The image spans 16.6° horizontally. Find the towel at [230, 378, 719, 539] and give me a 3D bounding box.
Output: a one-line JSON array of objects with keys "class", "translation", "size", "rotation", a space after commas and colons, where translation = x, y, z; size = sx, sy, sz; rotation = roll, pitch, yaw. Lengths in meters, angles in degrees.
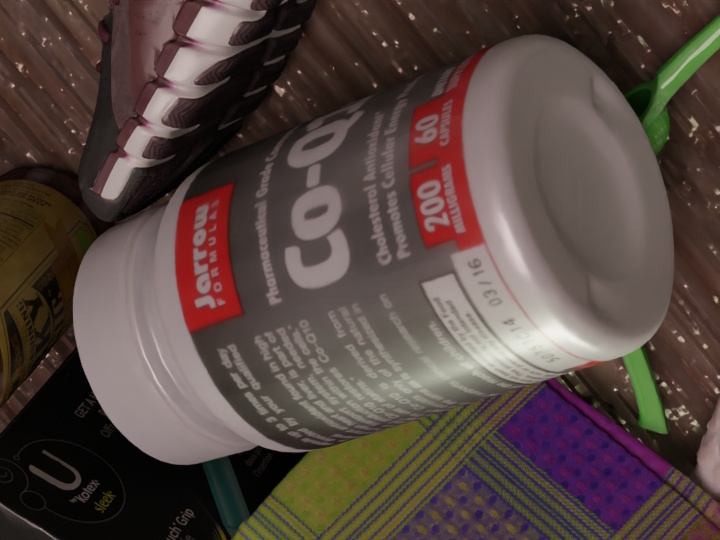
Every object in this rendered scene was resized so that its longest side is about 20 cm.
[{"class": "towel", "translation": [0.067, 0.120, 0.905], "size": [0.200, 0.144, 0.023], "rotation": [39, 156, 15]}]

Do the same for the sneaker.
[{"class": "sneaker", "translation": [-0.074, -0.122, 0.905], "size": [0.115, 0.076, 0.200], "rotation": [40, 117, 12]}]

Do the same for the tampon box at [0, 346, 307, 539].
[{"class": "tampon box", "translation": [-0.067, 0.143, 0.967], "size": [0.200, 0.150, 0.126], "rotation": [32, 119, 2]}]

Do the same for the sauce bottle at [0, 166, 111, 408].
[{"class": "sauce bottle", "translation": [-0.153, 0.026, 0.914], "size": [0.065, 0.200, 0.065], "rotation": [7, 118, 14]}]

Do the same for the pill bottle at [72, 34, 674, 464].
[{"class": "pill bottle", "translation": [0.000, 0.000, 0.875], "size": [0.200, 0.114, 0.114], "rotation": [-20, 106, 34]}]

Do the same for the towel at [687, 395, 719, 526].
[{"class": "towel", "translation": [0.204, 0.152, 0.953], "size": [0.191, 0.032, 0.200], "rotation": [18, 118, 8]}]

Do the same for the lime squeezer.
[{"class": "lime squeezer", "translation": [0.105, -0.032, 0.896], "size": [0.071, 0.038, 0.200], "rotation": [21, 116, 11]}]
